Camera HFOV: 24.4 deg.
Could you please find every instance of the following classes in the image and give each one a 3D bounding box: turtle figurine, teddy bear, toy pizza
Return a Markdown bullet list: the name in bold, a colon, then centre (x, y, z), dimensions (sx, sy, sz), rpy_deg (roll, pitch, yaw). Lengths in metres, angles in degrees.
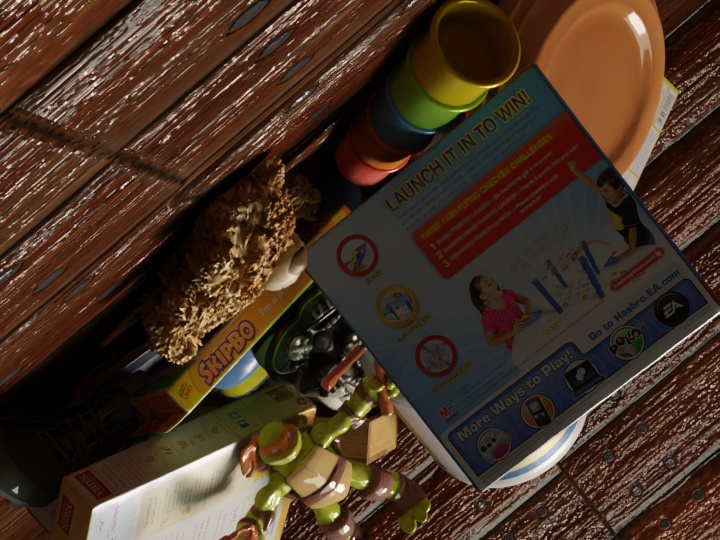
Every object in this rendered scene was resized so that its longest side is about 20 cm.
- **turtle figurine**: centre (-0.032, 0.150, 1.145), dimensions (0.200, 0.161, 0.064), rpy_deg (-52, -138, -9)
- **teddy bear**: centre (-0.082, 0.000, 1.065), dimensions (0.145, 0.067, 0.200), rpy_deg (-40, 179, -42)
- **toy pizza**: centre (-0.172, 0.075, 1.321), dimensions (0.200, 0.032, 0.200), rpy_deg (-36, 173, -5)

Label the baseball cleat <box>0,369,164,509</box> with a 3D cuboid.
- **baseball cleat**: centre (-0.195, 0.109, 1.161), dimensions (0.106, 0.070, 0.200), rpy_deg (-40, 174, 10)

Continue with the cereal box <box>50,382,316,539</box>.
- **cereal box**: centre (-0.126, 0.167, 1.145), dimensions (0.199, 0.039, 0.145), rpy_deg (-20, 139, -41)

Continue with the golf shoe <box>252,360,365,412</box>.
- **golf shoe**: centre (-0.046, 0.081, 1.291), dimensions (0.097, 0.079, 0.200), rpy_deg (-19, -178, -2)

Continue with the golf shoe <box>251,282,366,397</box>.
- **golf shoe**: centre (0.000, 0.000, 1.183), dimensions (0.200, 0.077, 0.088), rpy_deg (-41, -152, -16)

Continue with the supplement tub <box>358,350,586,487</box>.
- **supplement tub**: centre (0.082, 0.064, 1.277), dimensions (0.144, 0.145, 0.200), rpy_deg (-40, 140, -2)

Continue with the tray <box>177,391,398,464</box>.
- **tray**: centre (-0.078, 0.121, 1.297), dimensions (0.199, 0.037, 0.099), rpy_deg (3, -178, 14)

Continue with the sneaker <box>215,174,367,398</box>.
- **sneaker**: centre (-0.065, -0.003, 1.240), dimensions (0.066, 0.079, 0.201), rpy_deg (15, -116, 45)

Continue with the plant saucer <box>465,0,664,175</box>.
- **plant saucer**: centre (0.152, -0.126, 1.158), dimensions (0.199, 0.037, 0.201), rpy_deg (-23, 124, -39)

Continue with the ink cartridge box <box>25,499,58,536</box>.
- **ink cartridge box**: centre (-0.186, 0.175, 1.291), dimensions (0.199, 0.050, 0.160), rpy_deg (-6, -177, 42)

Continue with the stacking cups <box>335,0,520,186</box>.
- **stacking cups**: centre (0.031, -0.109, 1.069), dimensions (0.060, 0.061, 0.200), rpy_deg (-38, -179, -28)

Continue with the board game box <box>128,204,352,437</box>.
- **board game box**: centre (-0.085, 0.036, 1.144), dimensions (0.200, 0.030, 0.095), rpy_deg (-50, -168, -22)

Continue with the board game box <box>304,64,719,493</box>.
- **board game box**: centre (0.096, 0.005, 1.078), dimensions (0.200, 0.196, 0.056), rpy_deg (-38, -178, 10)

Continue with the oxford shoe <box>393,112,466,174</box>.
- **oxford shoe**: centre (0.081, -0.138, 1.243), dimensions (0.075, 0.071, 0.200), rpy_deg (-1, -149, 49)

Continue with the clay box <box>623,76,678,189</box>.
- **clay box**: centre (0.154, -0.127, 1.225), dimensions (0.200, 0.047, 0.115), rpy_deg (31, 83, -48)

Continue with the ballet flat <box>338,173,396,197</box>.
- **ballet flat**: centre (0.006, -0.065, 1.341), dimensions (0.067, 0.046, 0.200), rpy_deg (-37, 175, -36)
